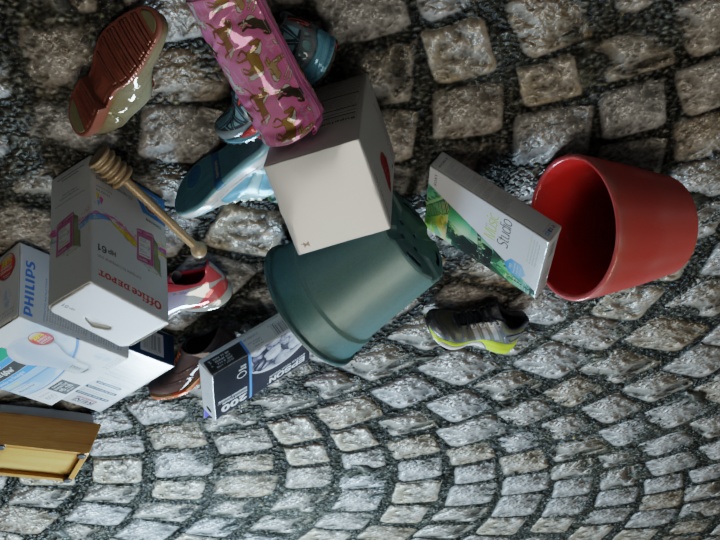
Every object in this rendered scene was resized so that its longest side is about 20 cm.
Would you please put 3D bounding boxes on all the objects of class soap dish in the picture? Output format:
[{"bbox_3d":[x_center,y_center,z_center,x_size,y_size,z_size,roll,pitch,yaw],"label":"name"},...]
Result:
[{"bbox_3d":[-0.583,0.314,2.105,0.197,0.082,0.158,11,143,-25],"label":"soap dish"}]

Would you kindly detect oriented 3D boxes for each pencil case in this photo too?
[{"bbox_3d":[-0.113,-0.235,1.288,0.082,0.086,0.202,-33,116,-11],"label":"pencil case"}]

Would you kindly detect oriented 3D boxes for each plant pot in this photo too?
[{"bbox_3d":[0.362,-0.063,1.641,0.175,0.203,0.201,-3,149,-28],"label":"plant pot"},{"bbox_3d":[0.000,0.000,1.657,0.195,0.202,0.199,-33,140,23],"label":"plant pot"}]

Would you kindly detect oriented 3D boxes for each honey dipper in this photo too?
[{"bbox_3d":[-0.273,-0.085,1.540,0.038,0.038,0.200,-27,124,28],"label":"honey dipper"}]

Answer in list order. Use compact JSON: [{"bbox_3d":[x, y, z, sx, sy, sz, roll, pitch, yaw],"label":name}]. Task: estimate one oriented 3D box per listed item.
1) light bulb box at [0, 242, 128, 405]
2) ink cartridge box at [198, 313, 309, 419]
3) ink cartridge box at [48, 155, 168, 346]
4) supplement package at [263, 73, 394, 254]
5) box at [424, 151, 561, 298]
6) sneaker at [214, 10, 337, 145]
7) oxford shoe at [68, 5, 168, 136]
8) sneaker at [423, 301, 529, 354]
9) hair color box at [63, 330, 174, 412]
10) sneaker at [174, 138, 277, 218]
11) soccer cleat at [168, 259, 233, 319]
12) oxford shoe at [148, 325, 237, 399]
[{"bbox_3d":[-0.479,0.084,1.733,0.197,0.127,0.199,-30,142,31],"label":"light bulb box"},{"bbox_3d":[-0.170,0.160,1.912,0.197,0.044,0.201,-31,155,-22],"label":"ink cartridge box"},{"bbox_3d":[-0.327,-0.023,1.528,0.084,0.203,0.144,-25,144,27],"label":"ink cartridge box"},{"bbox_3d":[-0.031,-0.130,1.399,0.118,0.201,0.123,-15,119,12],"label":"supplement package"},{"bbox_3d":[0.177,-0.061,1.615,0.036,0.199,0.145,-45,158,-25],"label":"box"},{"bbox_3d":[-0.120,-0.234,1.386,0.095,0.080,0.199,34,125,-27],"label":"sneaker"},{"bbox_3d":[-0.270,-0.234,1.362,0.073,0.072,0.200,-11,158,-47],"label":"oxford shoe"},{"bbox_3d":[0.193,0.083,1.936,0.197,0.075,0.081,5,140,-33],"label":"sneaker"},{"bbox_3d":[-0.405,0.157,1.920,0.199,0.061,0.099,-31,140,31],"label":"hair color box"},{"bbox_3d":[-0.144,-0.109,1.550,0.199,0.081,0.130,-30,140,32],"label":"sneaker"},{"bbox_3d":[-0.293,0.038,1.768,0.197,0.069,0.074,-17,128,15],"label":"soccer cleat"},{"bbox_3d":[-0.285,0.148,1.940,0.198,0.072,0.073,-30,125,20],"label":"oxford shoe"}]
